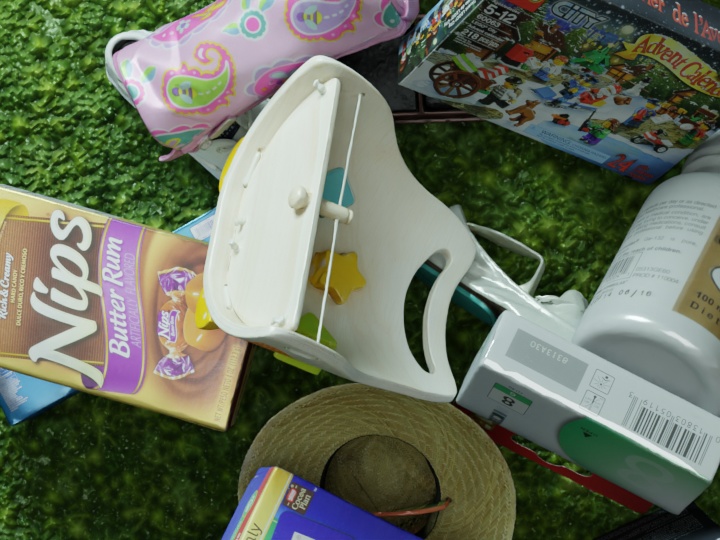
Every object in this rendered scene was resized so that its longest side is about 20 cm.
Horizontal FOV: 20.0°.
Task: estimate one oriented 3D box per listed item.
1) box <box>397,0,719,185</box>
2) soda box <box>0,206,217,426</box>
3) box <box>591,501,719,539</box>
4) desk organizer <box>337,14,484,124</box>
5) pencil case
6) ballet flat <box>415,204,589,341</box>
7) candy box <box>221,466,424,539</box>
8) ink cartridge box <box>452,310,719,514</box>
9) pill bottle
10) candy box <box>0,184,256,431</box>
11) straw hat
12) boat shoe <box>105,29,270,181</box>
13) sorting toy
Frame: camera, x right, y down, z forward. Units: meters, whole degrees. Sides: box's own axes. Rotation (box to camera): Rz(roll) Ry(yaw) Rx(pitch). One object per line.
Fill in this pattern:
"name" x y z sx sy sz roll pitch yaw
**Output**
"box" 0.143 -0.132 1.287 0.200 0.137 0.038 19 53 -24
"soda box" -0.165 0.031 1.417 0.200 0.068 0.064 -29 89 3
"box" 0.216 0.271 1.338 0.124 0.197 0.200 -25 90 3
"desk organizer" 0.072 -0.139 1.398 0.200 0.077 0.072 -2 91 3
"pencil case" -0.061 -0.149 1.319 0.200 0.087 0.088 -29 89 16
"ballet flat" 0.114 0.024 1.388 0.200 0.069 0.069 41 93 21
"candy box" -0.010 0.243 1.315 0.200 0.077 0.169 27 76 -6
"ink cartridge box" 0.136 0.114 1.338 0.161 0.200 0.050 27 63 2
"pill bottle" 0.226 0.001 1.338 0.114 0.114 0.200 31 58 2
"candy box" -0.166 0.023 1.356 0.200 0.056 0.117 15 92 4
"straw hat" 0.014 0.144 1.401 0.201 0.085 0.201 3 116 6
"boat shoe" -0.094 -0.097 1.413 0.200 0.065 0.074 30 92 2
"sorting toy" 0.000 0.000 1.305 0.180 0.107 0.200 27 57 -29
